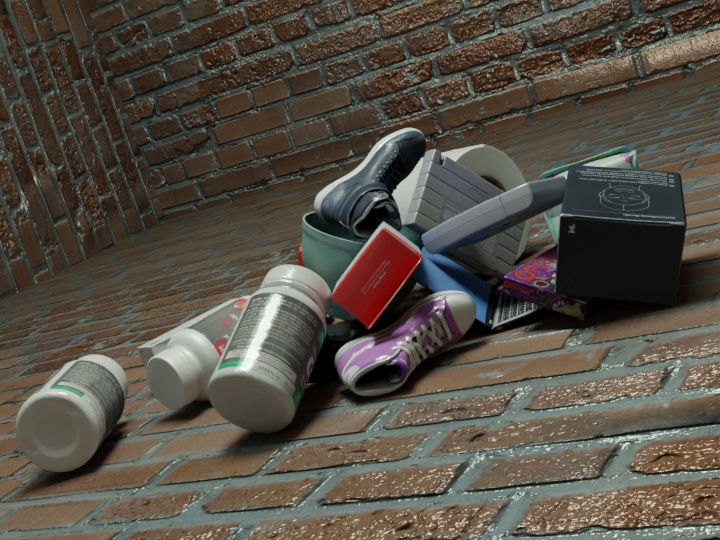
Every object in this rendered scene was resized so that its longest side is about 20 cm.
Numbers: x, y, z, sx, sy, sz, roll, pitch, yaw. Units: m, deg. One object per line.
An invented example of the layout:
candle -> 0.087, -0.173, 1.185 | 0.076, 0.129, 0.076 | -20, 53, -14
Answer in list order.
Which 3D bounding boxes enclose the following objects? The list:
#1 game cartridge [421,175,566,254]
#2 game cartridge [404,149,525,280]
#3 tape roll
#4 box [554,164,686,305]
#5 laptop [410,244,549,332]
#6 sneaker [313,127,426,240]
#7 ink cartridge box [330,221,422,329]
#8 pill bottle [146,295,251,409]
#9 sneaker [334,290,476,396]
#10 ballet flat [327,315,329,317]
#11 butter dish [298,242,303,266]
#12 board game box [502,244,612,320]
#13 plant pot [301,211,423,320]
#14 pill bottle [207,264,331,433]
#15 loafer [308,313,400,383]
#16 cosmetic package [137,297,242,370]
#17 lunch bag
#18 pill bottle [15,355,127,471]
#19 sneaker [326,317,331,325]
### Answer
game cartridge -> 0.185, -0.074, 1.552 | 0.199, 0.042, 0.133 | -26, -4, 42
game cartridge -> 0.160, -0.079, 1.689 | 0.038, 0.199, 0.131 | -5, 62, 57
tape roll -> 0.160, -0.092, 1.818 | 0.202, 0.204, 0.139 | -27, 13, -36
box -> 0.326, -0.050, 1.415 | 0.147, 0.108, 0.200 | 6, 23, 12
laptop -> 0.189, -0.002, 1.542 | 0.199, 0.117, 0.187 | -23, 10, 15
sneaker -> 0.044, -0.122, 1.641 | 0.202, 0.077, 0.146 | -41, 32, -10
ink cartridge box -> 0.022, 0.004, 1.485 | 0.117, 0.067, 0.200 | -53, 2, 5
pill bottle -> -0.212, 0.122, 1.637 | 0.110, 0.112, 0.200 | -8, 16, 43
sneaker -> 0.069, 0.100, 1.407 | 0.200, 0.073, 0.114 | -31, 16, -5
ballet flat -> -0.083, 0.067, 1.813 | 0.068, 0.063, 0.200 | -20, 11, 2
butter dish -> -0.030, -0.044, 2.040 | 0.198, 0.149, 0.200 | -25, 13, -26
board game box -> 0.287, 0.003, 1.462 | 0.119, 0.033, 0.199 | 14, 27, 35
plant pot -> 0.000, 0.000, 1.707 | 0.198, 0.135, 0.200 | 9, 15, -2
pill bottle -> -0.108, 0.094, 1.415 | 0.112, 0.113, 0.201 | -12, 38, 31
loafer -> -0.034, 0.108, 1.537 | 0.199, 0.069, 0.070 | -17, 2, -19
cosmetic package -> -0.255, 0.119, 1.805 | 0.199, 0.083, 0.050 | -28, 12, -40
lunch bag -> 0.375, -0.120, 1.811 | 0.169, 0.123, 0.200 | -19, 3, 13
pill bottle -> -0.393, 0.191, 1.563 | 0.112, 0.114, 0.200 | -17, 11, 7
sneaker -> -0.085, 0.113, 1.625 | 0.088, 0.076, 0.200 | 16, 22, 25
